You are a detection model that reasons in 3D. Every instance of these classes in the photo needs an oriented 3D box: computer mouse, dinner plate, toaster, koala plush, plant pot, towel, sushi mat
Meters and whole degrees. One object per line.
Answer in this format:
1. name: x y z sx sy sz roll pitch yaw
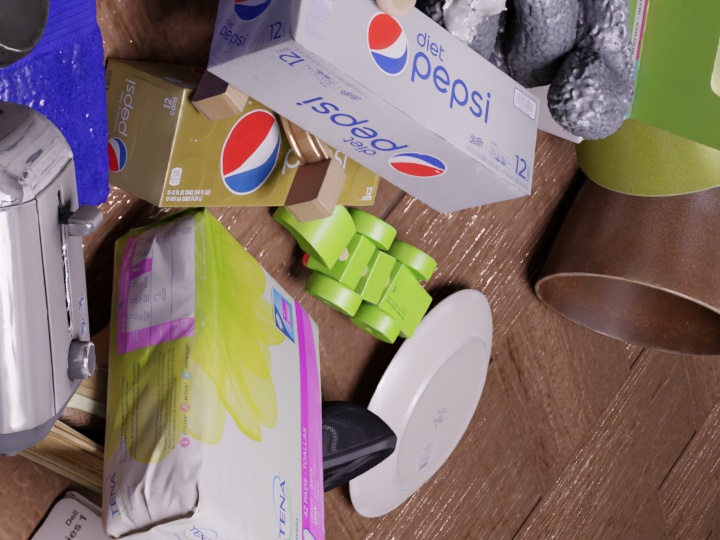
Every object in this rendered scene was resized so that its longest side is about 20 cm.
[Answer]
1. computer mouse: -0.047 0.124 1.041 0.138 0.053 0.199 -37 163 27
2. dinner plate: 0.057 0.111 1.209 0.200 0.024 0.202 -43 149 -34
3. toaster: -0.211 -0.007 0.658 0.114 0.197 0.131 -70 167 -69
4. koala plush: 0.055 -0.168 0.931 0.199 0.176 0.186 -18 114 -48
5. plant pot: 0.265 -0.053 1.302 0.187 0.185 0.202 41 63 -56
6. towel: -0.178 -0.101 0.737 0.147 0.049 0.202 -29 132 -42
7. plant pot: 0.234 -0.193 1.167 0.187 0.186 0.201 -43 128 -30
8. sushi mat: -0.160 0.107 0.858 0.200 0.095 0.012 43 56 -56

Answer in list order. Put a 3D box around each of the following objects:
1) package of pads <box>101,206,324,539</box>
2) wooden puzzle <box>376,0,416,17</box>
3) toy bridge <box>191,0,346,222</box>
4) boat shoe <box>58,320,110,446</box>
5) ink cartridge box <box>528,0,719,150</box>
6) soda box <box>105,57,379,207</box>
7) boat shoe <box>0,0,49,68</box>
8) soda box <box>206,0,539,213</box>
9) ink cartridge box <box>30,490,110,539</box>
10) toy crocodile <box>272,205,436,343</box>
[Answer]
1. package of pads: -0.080 0.081 0.861 0.155 0.068 0.202 48 31 -50
2. wooden puzzle: 0.030 -0.253 0.729 0.200 0.046 0.187 102 -1 -63
3. toy bridge: -0.066 -0.111 0.810 0.200 0.027 0.068 49 45 -37
4. boat shoe: -0.149 0.062 0.882 0.200 0.071 0.077 34 66 -63
5. ink cartridge box: 0.182 -0.165 1.066 0.075 0.199 0.149 -25 130 -44
6. soda box: -0.065 -0.079 0.898 0.199 0.064 0.068 -5 113 -54
7. boat shoe: -0.165 -0.185 0.632 0.073 0.063 0.204 -21 108 -46
8. soda box: 0.012 -0.100 0.820 0.199 0.068 0.064 28 63 -42
9. ink cartridge box: -0.152 0.251 0.970 0.146 0.083 0.200 -57 146 -13
10. toy crocodile: 0.000 0.000 1.055 0.068 0.061 0.200 -62 152 -5
